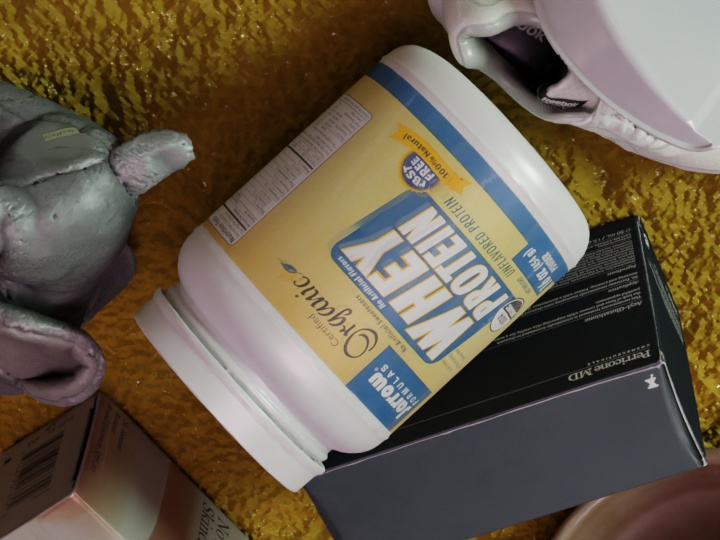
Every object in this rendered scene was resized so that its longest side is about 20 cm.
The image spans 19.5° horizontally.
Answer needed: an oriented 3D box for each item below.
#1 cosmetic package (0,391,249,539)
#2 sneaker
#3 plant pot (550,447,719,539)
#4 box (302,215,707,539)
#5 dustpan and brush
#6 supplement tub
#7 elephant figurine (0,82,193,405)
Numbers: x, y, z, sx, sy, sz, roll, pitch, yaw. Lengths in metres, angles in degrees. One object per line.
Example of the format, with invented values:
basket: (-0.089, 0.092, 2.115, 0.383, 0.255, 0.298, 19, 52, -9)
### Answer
cosmetic package: (-0.126, 0.182, 1.233, 0.087, 0.103, 0.200, -32, 117, 21)
sneaker: (0.124, -0.094, 1.066, 0.200, 0.081, 0.075, 24, 118, -14)
plant pot: (0.219, 0.226, 1.217, 0.200, 0.200, 0.175, -34, 134, 21)
box: (0.074, 0.066, 1.131, 0.200, 0.141, 0.079, -19, 119, 14)
dustpan and brush: (0.117, -0.144, 1.027, 0.200, 0.140, 0.057, 41, 141, 0)
supplement tub: (0.000, 0.000, 1.056, 0.200, 0.145, 0.145, -43, 113, -1)
elephant figurine: (-0.183, 0.010, 1.118, 0.155, 0.141, 0.200, 30, 140, 33)
